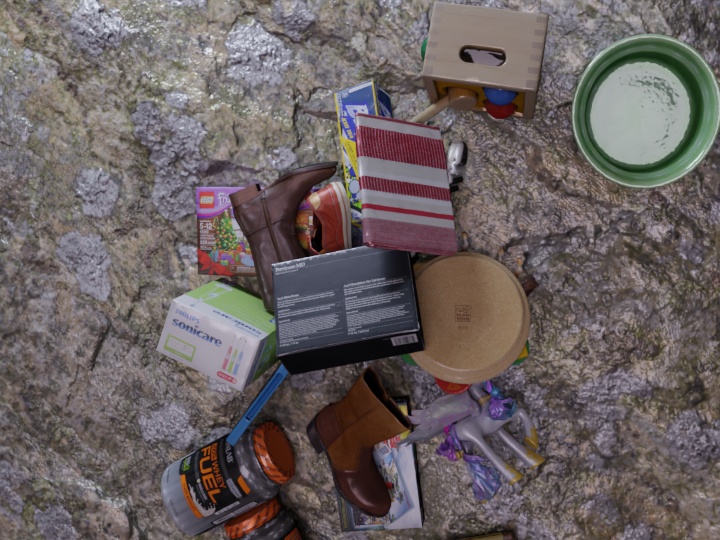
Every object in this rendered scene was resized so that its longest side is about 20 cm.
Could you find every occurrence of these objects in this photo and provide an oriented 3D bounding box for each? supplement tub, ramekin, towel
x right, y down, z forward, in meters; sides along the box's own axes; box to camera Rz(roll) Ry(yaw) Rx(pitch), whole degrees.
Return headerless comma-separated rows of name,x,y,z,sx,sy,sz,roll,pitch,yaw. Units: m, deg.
supplement tub,-0.209,0.329,1.432,0.197,0.122,0.124,-30,91,14
supplement tub,-0.134,0.476,1.435,0.121,0.122,0.203,-26,91,14
ramekin,0.391,-0.218,1.244,0.195,0.098,0.206,2,98,12
towel,0.060,-0.119,1.247,0.141,0.023,0.205,7,64,-24

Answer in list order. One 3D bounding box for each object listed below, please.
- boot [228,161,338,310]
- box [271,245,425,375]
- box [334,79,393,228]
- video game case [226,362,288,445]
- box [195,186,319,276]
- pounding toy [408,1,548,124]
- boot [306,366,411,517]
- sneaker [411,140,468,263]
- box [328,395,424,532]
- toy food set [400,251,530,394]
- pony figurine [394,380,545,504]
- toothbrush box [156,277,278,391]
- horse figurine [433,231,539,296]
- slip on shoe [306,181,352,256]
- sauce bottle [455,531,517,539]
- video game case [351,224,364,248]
boot,-0.088,-0.047,1.350,0.183,0.064,0.204,-18,96,13
box,-0.018,0.050,1.237,0.195,0.079,0.144,-10,63,7
box,0.015,-0.168,1.311,0.069,0.064,0.205,-14,75,24
video game case,-0.126,0.163,1.368,0.018,0.143,0.201,36,111,-2
box,-0.162,-0.061,1.413,0.195,0.039,0.141,1,97,12
pounding toy,0.153,-0.269,1.259,0.195,0.184,0.146,10,87,10
boot,0.023,0.257,1.319,0.190,0.068,0.200,58,137,11
sneaker,0.092,-0.110,1.339,0.080,0.075,0.203,33,102,15
box,0.024,0.308,1.422,0.133,0.038,0.205,-6,96,13
toy food set,0.144,0.070,1.275,0.195,0.049,0.202,-13,68,-1
pony figurine,0.161,0.232,1.321,0.190,0.167,0.202,-27,74,-22
toothbrush box,-0.197,0.091,1.358,0.143,0.200,0.088,24,101,7
horse figurine,0.166,0.019,1.345,0.196,0.050,0.135,20,108,5
slip on shoe,-0.045,-0.036,1.306,0.060,0.075,0.203,-15,132,-13
sauce bottle,0.151,0.456,1.403,0.195,0.066,0.068,-14,94,16
video game case,0.000,0.000,1.365,0.141,0.019,0.205,21,108,30
